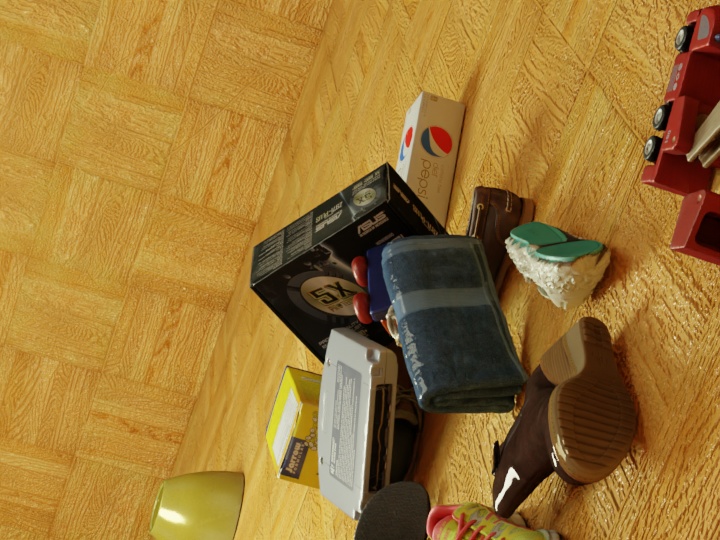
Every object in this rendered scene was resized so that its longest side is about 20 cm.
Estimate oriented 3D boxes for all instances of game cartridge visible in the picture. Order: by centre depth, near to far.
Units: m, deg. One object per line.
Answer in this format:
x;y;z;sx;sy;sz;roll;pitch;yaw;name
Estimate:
-0.007;0.171;1.748;0.133;0.041;0.201;22;110;58;game cartridge

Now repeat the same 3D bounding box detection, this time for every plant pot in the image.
-0.315;0.460;2.910;0.200;0.142;0.201;-163;90;-78;plant pot

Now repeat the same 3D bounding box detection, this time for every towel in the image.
0.089;0.048;1.530;0.049;0.111;0.200;108;156;-49;towel

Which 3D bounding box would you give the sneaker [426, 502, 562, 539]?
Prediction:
0.107;0.242;1.321;0.200;0.090;0.078;-176;104;-77;sneaker

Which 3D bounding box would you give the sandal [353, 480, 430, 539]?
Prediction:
0.025;0.322;1.668;0.043;0.076;0.201;27;-101;-74;sandal

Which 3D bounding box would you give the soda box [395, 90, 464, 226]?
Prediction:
0.083;-0.127;2.013;0.068;0.063;0.201;131;152;-63;soda box

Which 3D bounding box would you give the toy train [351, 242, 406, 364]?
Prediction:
0.050;0.063;1.653;0.200;0.084;0.116;-93;-18;-56;toy train

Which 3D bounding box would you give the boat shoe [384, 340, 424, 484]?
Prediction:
0.045;0.167;1.793;0.074;0.075;0.201;148;129;-66;boat shoe

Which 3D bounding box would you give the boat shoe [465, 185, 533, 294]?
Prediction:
0.118;0.002;1.656;0.070;0.070;0.201;-109;35;-66;boat shoe

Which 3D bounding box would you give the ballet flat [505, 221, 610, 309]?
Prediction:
0.183;-0.001;1.399;0.200;0.072;0.072;-126;53;-78;ballet flat

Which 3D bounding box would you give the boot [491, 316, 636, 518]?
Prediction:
0.157;0.149;1.258;0.200;0.072;0.167;-74;9;-57;boot

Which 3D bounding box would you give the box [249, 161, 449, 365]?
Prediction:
0.000;0.000;1.784;0.200;0.164;0.086;-31;29;19;box

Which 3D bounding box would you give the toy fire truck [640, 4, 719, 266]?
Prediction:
0.264;-0.105;1.153;0.141;0.049;0.201;-172;99;-78;toy fire truck

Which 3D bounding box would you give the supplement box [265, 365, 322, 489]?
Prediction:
-0.056;0.214;2.089;0.200;0.109;0.109;-126;53;-77;supplement box
